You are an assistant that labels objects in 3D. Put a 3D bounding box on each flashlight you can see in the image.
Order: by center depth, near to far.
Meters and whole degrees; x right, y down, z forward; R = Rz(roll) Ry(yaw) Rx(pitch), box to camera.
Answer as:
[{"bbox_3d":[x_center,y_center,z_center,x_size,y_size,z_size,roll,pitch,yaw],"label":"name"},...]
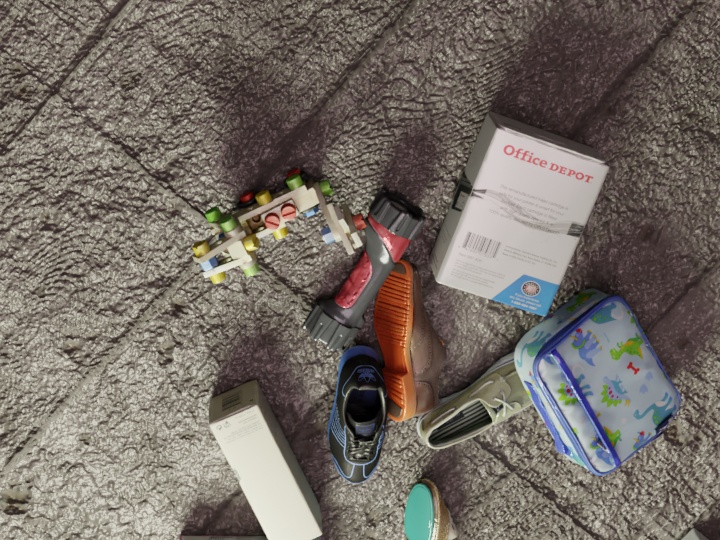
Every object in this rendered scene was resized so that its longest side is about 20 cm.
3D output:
[{"bbox_3d":[0.000,0.000,1.685,0.068,0.068,0.200,13,118,-49],"label":"flashlight"}]

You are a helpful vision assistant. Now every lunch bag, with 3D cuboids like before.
[{"bbox_3d":[0.288,0.139,1.723,0.160,0.082,0.200,-35,110,-13],"label":"lunch bag"}]

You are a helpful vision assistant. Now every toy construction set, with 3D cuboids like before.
[{"bbox_3d":[-0.095,-0.054,1.621,0.199,0.131,0.093,-11,110,-1],"label":"toy construction set"}]

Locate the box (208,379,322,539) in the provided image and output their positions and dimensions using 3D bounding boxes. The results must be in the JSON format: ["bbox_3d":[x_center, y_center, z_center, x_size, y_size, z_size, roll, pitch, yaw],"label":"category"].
[{"bbox_3d":[-0.117,0.244,1.751,0.068,0.082,0.201,-23,108,3],"label":"box"}]

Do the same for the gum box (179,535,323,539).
[{"bbox_3d":[-0.146,0.404,1.803,0.199,0.066,0.114,2,99,-4],"label":"gum box"}]

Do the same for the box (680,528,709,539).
[{"bbox_3d":[0.463,0.444,1.803,0.124,0.200,0.098,39,102,-15],"label":"box"}]

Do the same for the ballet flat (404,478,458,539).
[{"bbox_3d":[0.090,0.356,1.825,0.065,0.070,0.201,-5,115,-32],"label":"ballet flat"}]

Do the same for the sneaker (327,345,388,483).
[{"bbox_3d":[-0.003,0.193,1.730,0.070,0.078,0.201,-3,122,-5],"label":"sneaker"}]

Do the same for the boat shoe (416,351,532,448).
[{"bbox_3d":[0.164,0.166,1.754,0.200,0.062,0.072,-32,109,5],"label":"boat shoe"}]

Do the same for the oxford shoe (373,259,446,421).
[{"bbox_3d":[0.064,0.081,1.726,0.073,0.071,0.201,-10,109,-31],"label":"oxford shoe"}]

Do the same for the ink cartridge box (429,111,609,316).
[{"bbox_3d":[0.185,-0.067,1.663,0.144,0.084,0.201,18,108,-11],"label":"ink cartridge box"}]
